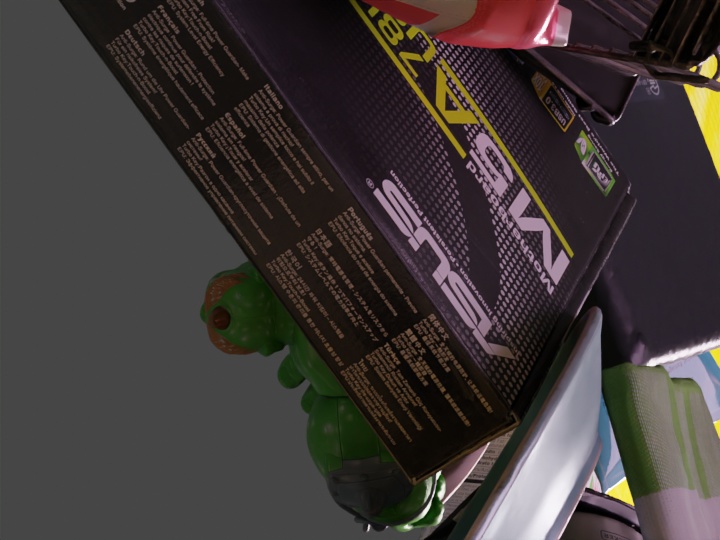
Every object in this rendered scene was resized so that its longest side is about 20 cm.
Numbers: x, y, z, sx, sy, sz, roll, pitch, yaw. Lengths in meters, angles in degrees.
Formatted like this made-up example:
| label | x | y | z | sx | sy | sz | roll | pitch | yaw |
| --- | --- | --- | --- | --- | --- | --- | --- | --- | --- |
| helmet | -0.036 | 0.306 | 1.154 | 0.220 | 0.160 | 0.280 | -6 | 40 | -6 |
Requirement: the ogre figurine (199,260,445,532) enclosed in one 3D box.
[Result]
| label | x | y | z | sx | sy | sz | roll | pitch | yaw |
| --- | --- | --- | --- | --- | --- | --- | --- | --- | --- |
| ogre figurine | 0.000 | 0.000 | 0.909 | 0.120 | 0.097 | 0.201 | -60 | 163 | -79 |

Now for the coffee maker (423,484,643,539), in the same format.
| label | x | y | z | sx | sy | sz | roll | pitch | yaw |
| --- | --- | --- | --- | --- | --- | --- | --- | --- | --- |
| coffee maker | 0.057 | 0.208 | 0.920 | 0.201 | 0.134 | 0.193 | -95 | -165 | -49 |

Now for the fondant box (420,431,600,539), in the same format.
| label | x | y | z | sx | sy | sz | roll | pitch | yaw |
| --- | --- | --- | --- | --- | --- | --- | --- | --- | --- |
| fondant box | 0.069 | 0.158 | 1.226 | 0.200 | 0.058 | 0.145 | -64 | 153 | -52 |

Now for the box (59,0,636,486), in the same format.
| label | x | y | z | sx | sy | sz | roll | pitch | yaw |
| --- | --- | --- | --- | --- | --- | --- | --- | --- | --- |
| box | -0.002 | -0.061 | 0.800 | 0.201 | 0.047 | 0.193 | 55 | 23 | -7 |

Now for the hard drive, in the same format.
| label | x | y | z | sx | sy | sz | roll | pitch | yaw |
| --- | --- | --- | --- | --- | --- | --- | --- | --- | --- |
| hard drive | 0.085 | -0.060 | 0.985 | 0.139 | 0.033 | 0.201 | -10 | 78 | -60 |

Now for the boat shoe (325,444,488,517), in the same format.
| label | x | y | z | sx | sy | sz | roll | pitch | yaw |
| --- | --- | --- | --- | --- | --- | --- | --- | --- | --- |
| boat shoe | 0.026 | 0.015 | 1.047 | 0.065 | 0.073 | 0.201 | 132 | -21 | -60 |

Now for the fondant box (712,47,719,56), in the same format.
| label | x | y | z | sx | sy | sz | roll | pitch | yaw |
| --- | --- | --- | --- | --- | --- | --- | --- | --- | --- |
| fondant box | 0.098 | -0.194 | 0.954 | 0.145 | 0.058 | 0.200 | -97 | 163 | -45 |

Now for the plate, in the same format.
| label | x | y | z | sx | sy | sz | roll | pitch | yaw |
| --- | --- | --- | --- | --- | --- | --- | --- | --- | --- |
| plate | 0.027 | 0.102 | 0.767 | 0.201 | 0.025 | 0.200 | -59 | 176 | -7 |

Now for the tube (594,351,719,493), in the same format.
| label | x | y | z | sx | sy | sz | roll | pitch | yaw |
| --- | --- | --- | --- | --- | --- | --- | --- | --- | --- |
| tube | 0.078 | -0.019 | 1.023 | 0.077 | 0.050 | 0.201 | -29 | 93 | -25 |

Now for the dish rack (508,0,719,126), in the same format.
| label | x | y | z | sx | sy | sz | roll | pitch | yaw |
| --- | --- | --- | --- | --- | --- | --- | --- | --- | --- |
| dish rack | 0.110 | -0.117 | 0.775 | 0.154 | 0.054 | 0.200 | -65 | -165 | 1 |

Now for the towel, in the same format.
| label | x | y | z | sx | sy | sz | roll | pitch | yaw |
| --- | --- | --- | --- | --- | --- | --- | --- | --- | --- |
| towel | 0.123 | 0.128 | 0.830 | 0.149 | 0.030 | 0.201 | 24 | 50 | -77 |

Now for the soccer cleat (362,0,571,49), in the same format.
| label | x | y | z | sx | sy | sz | roll | pitch | yaw |
| --- | --- | --- | --- | --- | --- | --- | --- | --- | --- |
| soccer cleat | 0.020 | -0.136 | 0.805 | 0.201 | 0.076 | 0.067 | -102 | -152 | -51 |
